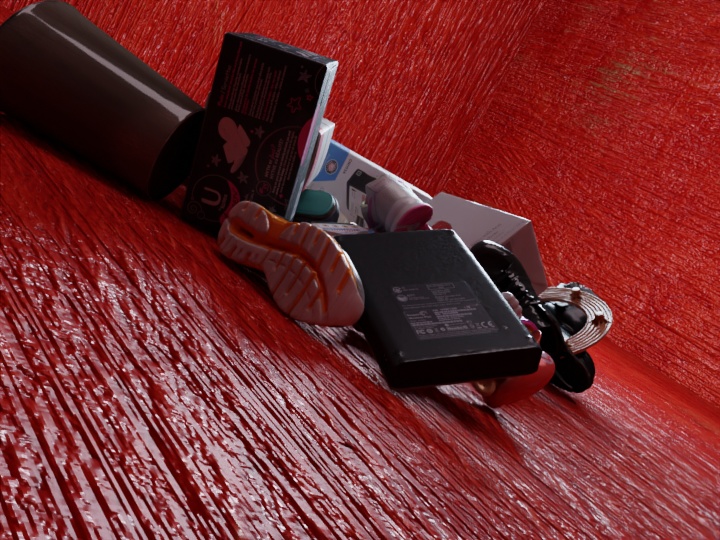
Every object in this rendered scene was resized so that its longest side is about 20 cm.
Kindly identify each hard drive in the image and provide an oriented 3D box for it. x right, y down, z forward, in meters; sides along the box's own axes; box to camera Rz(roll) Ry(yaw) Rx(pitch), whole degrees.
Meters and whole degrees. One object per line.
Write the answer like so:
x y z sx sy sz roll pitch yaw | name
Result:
0.060 0.026 0.785 0.137 0.033 0.201 -4 35 -18 | hard drive

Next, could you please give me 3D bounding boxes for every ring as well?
0.258 0.068 1.221 0.197 0.019 0.201 -9 24 4 | ring

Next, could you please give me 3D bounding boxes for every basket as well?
-0.273 -0.177 0.924 0.199 0.137 0.180 33 14 6 | basket

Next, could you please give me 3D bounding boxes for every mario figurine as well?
0.099 0.052 0.831 0.198 0.125 0.106 25 -19 7 | mario figurine

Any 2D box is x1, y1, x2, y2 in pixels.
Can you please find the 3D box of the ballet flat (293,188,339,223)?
-0.119 -0.085 1.130 0.197 0.074 0.073 15 3 16 | ballet flat

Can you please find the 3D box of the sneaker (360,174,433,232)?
0.047 -0.072 1.149 0.089 0.081 0.200 54 -12 15 | sneaker

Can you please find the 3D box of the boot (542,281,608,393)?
0.315 0.089 1.269 0.166 0.077 0.199 -22 30 -27 | boot

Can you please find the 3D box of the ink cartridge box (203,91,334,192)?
-0.117 -0.171 1.105 0.144 0.084 0.200 19 13 -1 | ink cartridge box

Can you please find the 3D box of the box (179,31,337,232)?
-0.110 -0.147 0.937 0.113 0.203 0.132 18 15 -1 | box

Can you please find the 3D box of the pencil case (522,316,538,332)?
0.137 0.063 1.066 0.088 0.089 0.200 24 7 -32 | pencil case

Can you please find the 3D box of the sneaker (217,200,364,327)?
-0.054 -0.004 0.799 0.077 0.079 0.200 34 3 -46 | sneaker

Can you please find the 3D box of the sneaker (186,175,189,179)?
-0.213 -0.150 1.186 0.080 0.071 0.200 46 20 8 | sneaker

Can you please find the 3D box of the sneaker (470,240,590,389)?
0.212 0.053 1.086 0.201 0.060 0.104 53 8 -13 | sneaker

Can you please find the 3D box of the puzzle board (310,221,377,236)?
-0.038 -0.031 1.006 0.197 0.018 0.151 2 21 -29 | puzzle board

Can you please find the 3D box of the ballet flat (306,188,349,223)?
-0.071 -0.082 1.283 0.198 0.063 0.069 26 35 -4 | ballet flat

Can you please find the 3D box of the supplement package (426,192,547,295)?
0.155 -0.018 1.258 0.199 0.121 0.121 25 -35 51 | supplement package

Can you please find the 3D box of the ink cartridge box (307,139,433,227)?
-0.003 -0.100 1.362 0.198 0.146 0.084 28 8 -6 | ink cartridge box

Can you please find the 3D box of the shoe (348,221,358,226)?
0.000 0.000 1.088 0.070 0.053 0.200 44 10 -22 | shoe
